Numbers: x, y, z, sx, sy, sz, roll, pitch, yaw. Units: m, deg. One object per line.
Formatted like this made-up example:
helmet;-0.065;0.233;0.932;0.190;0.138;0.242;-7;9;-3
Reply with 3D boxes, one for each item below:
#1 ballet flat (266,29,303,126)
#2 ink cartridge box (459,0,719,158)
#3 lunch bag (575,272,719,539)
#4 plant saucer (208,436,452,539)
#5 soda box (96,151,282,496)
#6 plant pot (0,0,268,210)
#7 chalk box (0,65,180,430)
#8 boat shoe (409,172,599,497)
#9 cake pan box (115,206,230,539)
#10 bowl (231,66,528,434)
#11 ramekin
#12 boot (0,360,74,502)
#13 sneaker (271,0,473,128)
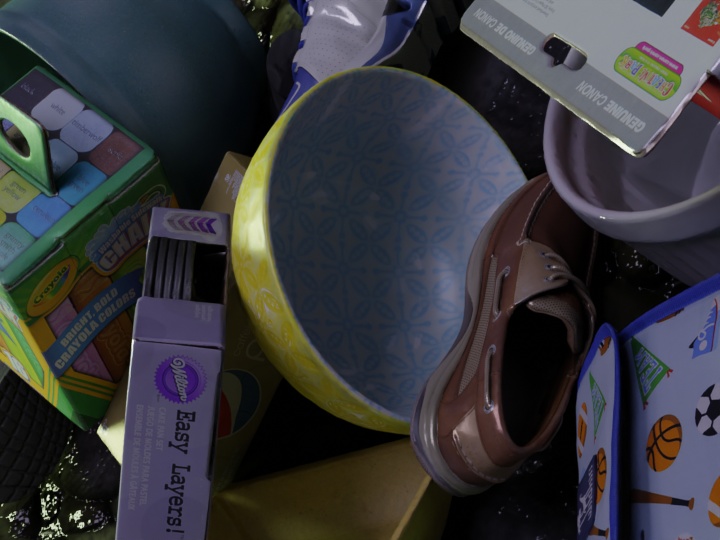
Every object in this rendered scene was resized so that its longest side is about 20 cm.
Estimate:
ballet flat;-0.025;-0.063;1.213;0.066;0.057;0.201;-19;62;31
ink cartridge box;0.159;-0.128;0.859;0.176;0.084;0.200;-49;30;5
lunch bag;0.171;0.100;0.881;0.200;0.123;0.171;-31;47;46
plant saucer;-0.045;0.185;1.028;0.199;0.049;0.200;-19;26;41
soda box;-0.081;0.035;1.153;0.064;0.067;0.201;44;113;47
plant pot;-0.143;-0.123;1.263;0.134;0.201;0.200;-43;39;-20
chalk box;-0.187;-0.025;1.149;0.124;0.201;0.125;-43;55;-18
boat shoe;0.094;0.028;1.000;0.072;0.076;0.201;-23;38;49
cake pan box;-0.100;0.083;1.021;0.184;0.052;0.201;-100;16;-66
bowl;0.000;0.000;1.054;0.107;0.199;0.201;-24;50;50
ramekin;0.198;-0.080;0.943;0.200;0.105;0.201;-34;35;28
boot;-0.257;0.079;1.334;0.131;0.070;0.201;-16;46;39
sneaker;-0.012;-0.152;1.188;0.115;0.081;0.200;22;67;26
